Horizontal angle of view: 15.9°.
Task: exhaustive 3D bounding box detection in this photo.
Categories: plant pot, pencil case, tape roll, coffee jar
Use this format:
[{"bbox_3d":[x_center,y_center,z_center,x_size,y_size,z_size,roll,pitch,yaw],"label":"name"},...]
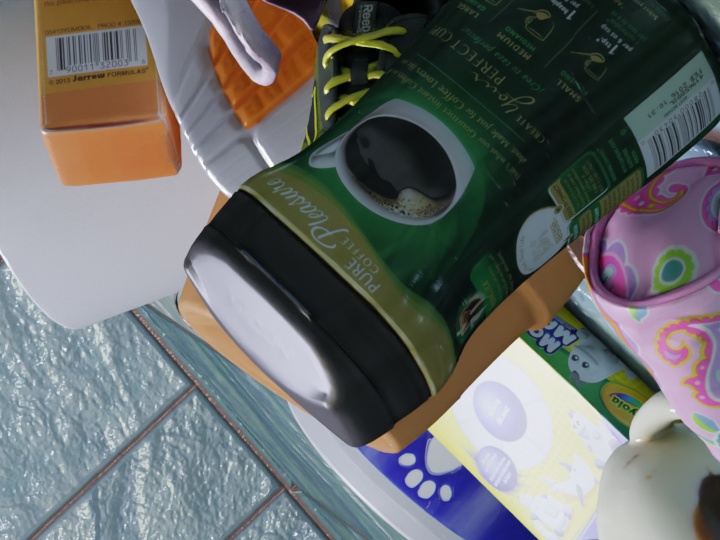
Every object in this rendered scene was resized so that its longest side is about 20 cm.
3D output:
[{"bbox_3d":[0.000,0.000,1.322,0.200,0.140,0.200,32,170,6],"label":"plant pot"},{"bbox_3d":[0.168,0.045,1.064,0.200,0.087,0.087,52,169,-34],"label":"pencil case"},{"bbox_3d":[-0.134,-0.082,1.460,0.203,0.139,0.203,-21,-90,-79],"label":"tape roll"},{"bbox_3d":[0.034,-0.033,0.957,0.104,0.200,0.085,43,170,26],"label":"coffee jar"}]

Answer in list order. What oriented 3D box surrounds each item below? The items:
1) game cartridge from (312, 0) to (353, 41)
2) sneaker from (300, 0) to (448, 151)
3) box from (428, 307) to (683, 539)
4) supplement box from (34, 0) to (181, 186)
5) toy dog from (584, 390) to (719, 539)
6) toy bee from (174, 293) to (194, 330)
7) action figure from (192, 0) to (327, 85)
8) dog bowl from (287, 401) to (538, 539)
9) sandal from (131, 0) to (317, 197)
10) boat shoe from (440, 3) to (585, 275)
[{"bbox_3d":[-0.043,-0.169,1.267,0.176,0.032,0.200,44,172,16],"label":"game cartridge"},{"bbox_3d":[0.000,-0.066,1.107,0.200,0.074,0.085,-70,-31,-54],"label":"sneaker"},{"bbox_3d":[0.086,0.064,1.470,0.200,0.048,0.117,45,139,19],"label":"box"},{"bbox_3d":[-0.132,-0.147,1.316,0.067,0.069,0.201,80,-174,-65],"label":"supplement box"},{"bbox_3d":[0.210,0.167,1.306,0.200,0.139,0.194,38,131,52],"label":"toy dog"},{"bbox_3d":[-0.052,-0.049,1.666,0.200,0.109,0.131,-17,110,52],"label":"toy bee"},{"bbox_3d":[-0.086,-0.172,1.097,0.200,0.149,0.134,26,165,9],"label":"action figure"},{"bbox_3d":[0.051,0.103,1.625,0.200,0.079,0.200,38,-167,-11],"label":"dog bowl"},{"bbox_3d":[-0.068,-0.131,1.248,0.207,0.079,0.059,64,-166,2],"label":"sandal"},{"bbox_3d":[0.075,-0.050,1.115,0.072,0.068,0.200,39,168,40],"label":"boat shoe"}]
